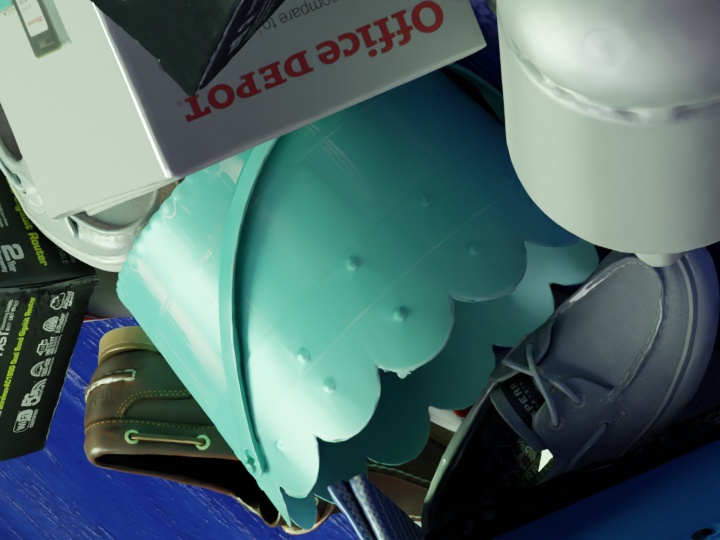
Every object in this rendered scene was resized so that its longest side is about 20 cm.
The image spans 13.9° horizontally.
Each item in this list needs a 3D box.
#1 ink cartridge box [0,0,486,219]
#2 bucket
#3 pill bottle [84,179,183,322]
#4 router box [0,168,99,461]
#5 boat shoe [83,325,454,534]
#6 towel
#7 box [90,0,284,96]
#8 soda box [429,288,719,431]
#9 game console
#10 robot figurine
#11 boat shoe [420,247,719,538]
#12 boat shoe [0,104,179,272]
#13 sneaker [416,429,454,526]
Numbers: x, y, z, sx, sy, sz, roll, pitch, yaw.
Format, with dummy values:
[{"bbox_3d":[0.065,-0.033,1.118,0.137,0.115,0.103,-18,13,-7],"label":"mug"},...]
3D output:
[{"bbox_3d":[-0.075,-0.142,1.145,0.146,0.147,0.200,-13,101,65],"label":"ink cartridge box"},{"bbox_3d":[0.000,0.000,1.320,0.135,0.207,0.207,46,160,10],"label":"bucket"},{"bbox_3d":[-0.166,-0.025,1.672,0.112,0.112,0.200,48,158,-16],"label":"pill bottle"},{"bbox_3d":[-0.212,-0.019,1.569,0.200,0.062,0.150,63,147,32],"label":"router box"},{"bbox_3d":[-0.039,0.091,1.408,0.200,0.070,0.070,17,145,-18],"label":"boat shoe"},{"bbox_3d":[0.036,0.171,1.337,0.145,0.024,0.200,64,-176,16],"label":"towel"},{"bbox_3d":[-0.040,-0.188,1.009,0.148,0.200,0.104,42,159,1],"label":"box"},{"bbox_3d":[0.099,0.056,1.441,0.200,0.064,0.068,21,150,41],"label":"soda box"},{"bbox_3d":[0.139,0.135,1.300,0.118,0.200,0.171,-109,-7,-45],"label":"game console"},{"bbox_3d":[0.107,-0.083,1.081,0.170,0.113,0.200,32,158,21],"label":"robot figurine"},{"bbox_3d":[0.091,0.063,1.336,0.070,0.071,0.201,51,129,27],"label":"boat shoe"},{"bbox_3d":[-0.159,-0.080,1.475,0.202,0.074,0.065,54,179,30],"label":"boat shoe"},{"bbox_3d":[0.078,0.125,1.554,0.099,0.078,0.200,43,145,-24],"label":"sneaker"}]
